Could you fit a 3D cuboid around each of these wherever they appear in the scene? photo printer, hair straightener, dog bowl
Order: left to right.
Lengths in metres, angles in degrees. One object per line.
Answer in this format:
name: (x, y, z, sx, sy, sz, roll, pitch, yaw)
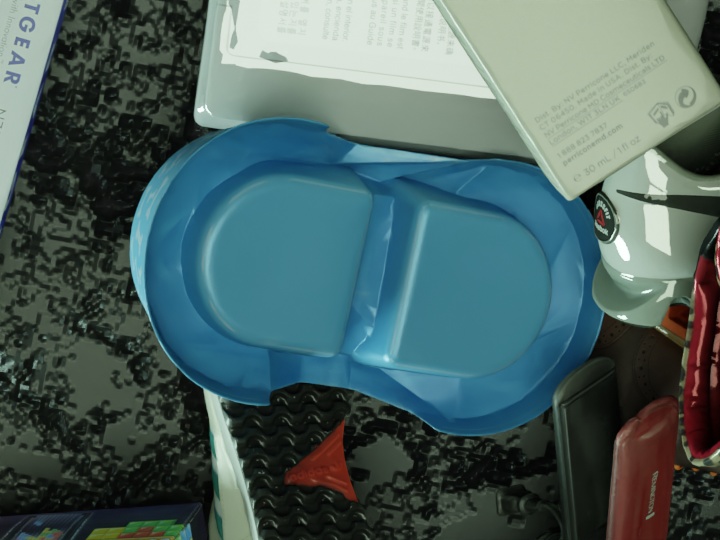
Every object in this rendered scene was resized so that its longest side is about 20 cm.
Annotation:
dog bowl: (0.000, 0.000, 1.145, 0.199, 0.050, 0.112, 10, 96, -25)
photo printer: (0.041, -0.127, 1.156, 0.199, 0.069, 0.167, 6, 103, -4)
hair straightener: (0.095, 0.111, 1.203, 0.041, 0.077, 0.200, -36, 141, -27)

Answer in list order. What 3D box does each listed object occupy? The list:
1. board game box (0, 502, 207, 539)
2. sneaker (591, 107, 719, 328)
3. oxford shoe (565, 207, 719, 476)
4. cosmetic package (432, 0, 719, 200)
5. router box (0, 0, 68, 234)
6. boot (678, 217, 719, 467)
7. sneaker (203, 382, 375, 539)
board game box: (-0.154, 0.188, 1.212, 0.199, 0.057, 0.166, -4, 103, 13)
sneaker: (0.184, -0.044, 1.142, 0.200, 0.074, 0.089, -16, 119, -23)
oxford shoe: (0.152, 0.058, 1.169, 0.071, 0.200, 0.073, -4, 129, -45)
cosmetic package: (0.047, -0.133, 1.067, 0.071, 0.105, 0.200, -33, 103, 4)
router box: (-0.225, -0.062, 1.174, 0.179, 0.049, 0.201, 17, 102, -6)
boot: (0.206, -0.005, 1.062, 0.150, 0.073, 0.201, 5, 113, -18)
sneaker: (-0.042, 0.079, 1.202, 0.070, 0.093, 0.200, -5, 78, -29)
